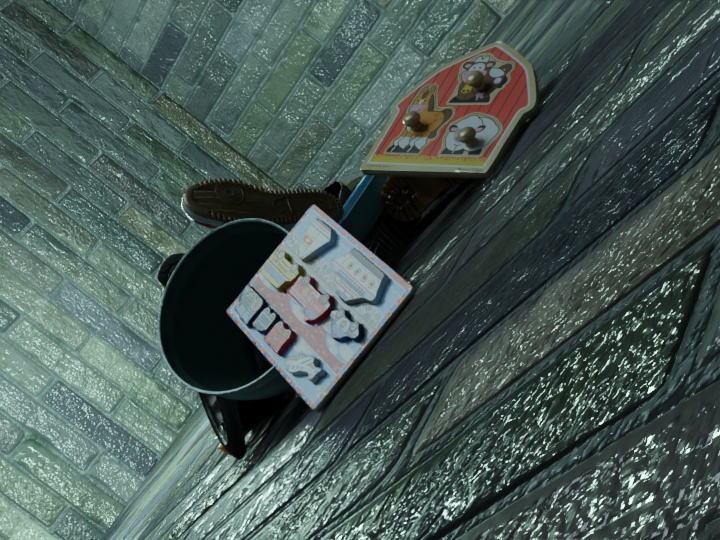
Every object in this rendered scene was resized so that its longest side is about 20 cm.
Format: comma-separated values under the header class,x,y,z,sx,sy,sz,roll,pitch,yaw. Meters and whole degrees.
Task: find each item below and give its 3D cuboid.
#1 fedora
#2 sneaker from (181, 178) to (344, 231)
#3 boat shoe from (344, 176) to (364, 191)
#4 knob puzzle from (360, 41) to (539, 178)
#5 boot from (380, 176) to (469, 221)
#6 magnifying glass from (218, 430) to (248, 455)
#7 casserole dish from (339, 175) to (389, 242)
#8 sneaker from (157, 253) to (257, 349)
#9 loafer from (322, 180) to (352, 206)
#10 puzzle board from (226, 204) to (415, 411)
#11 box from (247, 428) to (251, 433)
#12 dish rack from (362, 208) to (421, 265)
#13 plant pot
class,x,y,z,sx,sy,sz,roll,pitch,yaw
fedora,-0.154,0.137,1.473,0.092,0.201,0.201,-18,-5,-16
sneaker,-0.129,-0.047,1.386,0.113,0.200,0.071,-53,43,44
boat shoe,-0.003,-0.067,1.710,0.072,0.065,0.200,-35,-19,-20
knob puzzle,0.108,-0.186,1.283,0.219,0.030,0.220,-22,40,20
boot,0.110,-0.140,1.377,0.107,0.075,0.200,-39,1,-38
magnifying glass,-0.131,0.152,1.546,0.200,0.080,0.022,-62,-12,-6
casserole dish,-0.001,-0.073,1.469,0.200,0.039,0.121,-56,7,-29
sneaker,-0.154,0.042,1.434,0.074,0.200,0.081,-59,5,-6
loafer,-0.067,-0.046,1.544,0.073,0.071,0.200,-2,41,36
puzzle board,-0.048,0.030,1.171,0.151,0.017,0.200,-52,43,3
box,-0.127,0.144,1.659,0.159,0.046,0.200,-52,4,-2
dish rack,0.000,0.000,1.481,0.153,0.055,0.200,-51,6,27
plant pot,-0.107,0.059,1.312,0.200,0.200,0.134,-52,-37,2
